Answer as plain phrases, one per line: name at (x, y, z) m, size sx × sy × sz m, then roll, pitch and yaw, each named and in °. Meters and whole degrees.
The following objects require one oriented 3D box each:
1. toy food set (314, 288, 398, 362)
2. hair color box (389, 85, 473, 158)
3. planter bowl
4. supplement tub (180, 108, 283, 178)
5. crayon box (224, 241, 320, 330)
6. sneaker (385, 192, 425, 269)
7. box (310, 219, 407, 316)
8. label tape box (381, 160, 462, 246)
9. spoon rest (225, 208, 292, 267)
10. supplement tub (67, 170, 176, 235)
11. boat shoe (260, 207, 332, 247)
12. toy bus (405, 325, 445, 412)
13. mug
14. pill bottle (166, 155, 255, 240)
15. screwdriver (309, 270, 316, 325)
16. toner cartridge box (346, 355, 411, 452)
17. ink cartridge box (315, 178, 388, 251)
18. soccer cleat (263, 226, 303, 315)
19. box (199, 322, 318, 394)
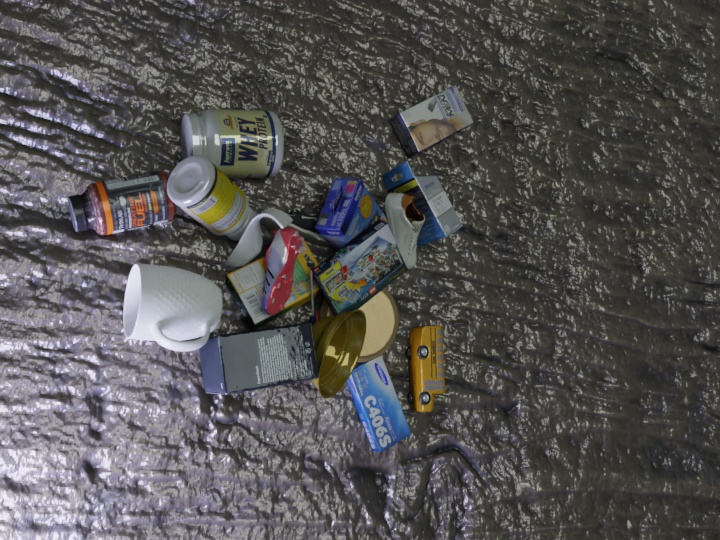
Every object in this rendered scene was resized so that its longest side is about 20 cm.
toy food set at (-0.007, 0.112, 1.621) m, size 0.196 × 0.049 × 0.203 m, roll -26°, pitch 93°, yaw -14°
hair color box at (0.184, -0.382, 1.791) m, size 0.198 × 0.065 × 0.111 m, roll -31°, pitch 97°, yaw -24°
planter bowl at (-0.070, 0.166, 1.511) m, size 0.082 × 0.201 × 0.202 m, roll 20°, pitch 69°, yaw 23°
supplement tub at (-0.278, -0.273, 1.507) m, size 0.197 × 0.145 × 0.148 m, roll -5°, pitch 85°, yaw -26°
crayon box at (-0.183, 0.030, 1.545) m, size 0.198 × 0.052 × 0.127 m, roll -27°, pitch 77°, yaw -25°
sneaker at (0.117, -0.088, 1.670) m, size 0.073 × 0.083 × 0.203 m, roll -49°, pitch 134°, yaw -44°
box at (0.000, 0.000, 1.554) m, size 0.199 × 0.038 × 0.138 m, roll -37°, pitch 126°, yaw -14°
label tape box at (0.146, -0.170, 1.697) m, size 0.066 × 0.143 × 0.202 m, roll -30°, pitch 96°, yaw -25°
spoon rest at (-0.223, -0.071, 1.481) m, size 0.061 × 0.199 × 0.099 m, roll 51°, pitch 39°, yaw -3°
supplement tub at (-0.482, -0.133, 1.413) m, size 0.197 × 0.107 × 0.109 m, roll -16°, pitch 90°, yaw -26°
boat shoe at (-0.136, -0.109, 1.593) m, size 0.197 × 0.074 × 0.061 m, roll 17°, pitch 76°, yaw -26°
toy bus at (0.159, 0.238, 1.691) m, size 0.077 × 0.065 × 0.204 m, roll 2°, pitch 81°, yaw -27°
mug at (-0.367, 0.086, 1.394) m, size 0.173 × 0.201 × 0.149 m, roll 8°, pitch 124°, yaw -30°
pill bottle at (-0.302, -0.142, 1.454) m, size 0.200 × 0.110 × 0.113 m, roll 47°, pitch 59°, yaw -56°
screwdriver at (-0.107, 0.088, 1.541) m, size 0.027 × 0.202 × 0.029 m, roll 10°, pitch 39°, yaw 13°
toner cartridge box at (0.039, 0.311, 1.634) m, size 0.094 × 0.043 × 0.203 m, roll -23°, pitch 93°, yaw -27°
ink cartridge box at (-0.023, -0.116, 1.590) m, size 0.200 × 0.075 × 0.138 m, roll 47°, pitch 56°, yaw -48°
soccer cleat at (-0.180, 0.000, 1.504) m, size 0.067 × 0.075 × 0.203 m, roll 43°, pitch 56°, yaw -56°
box at (-0.215, 0.183, 1.445) m, size 0.197 × 0.196 × 0.120 m, roll -7°, pitch 85°, yaw -26°
